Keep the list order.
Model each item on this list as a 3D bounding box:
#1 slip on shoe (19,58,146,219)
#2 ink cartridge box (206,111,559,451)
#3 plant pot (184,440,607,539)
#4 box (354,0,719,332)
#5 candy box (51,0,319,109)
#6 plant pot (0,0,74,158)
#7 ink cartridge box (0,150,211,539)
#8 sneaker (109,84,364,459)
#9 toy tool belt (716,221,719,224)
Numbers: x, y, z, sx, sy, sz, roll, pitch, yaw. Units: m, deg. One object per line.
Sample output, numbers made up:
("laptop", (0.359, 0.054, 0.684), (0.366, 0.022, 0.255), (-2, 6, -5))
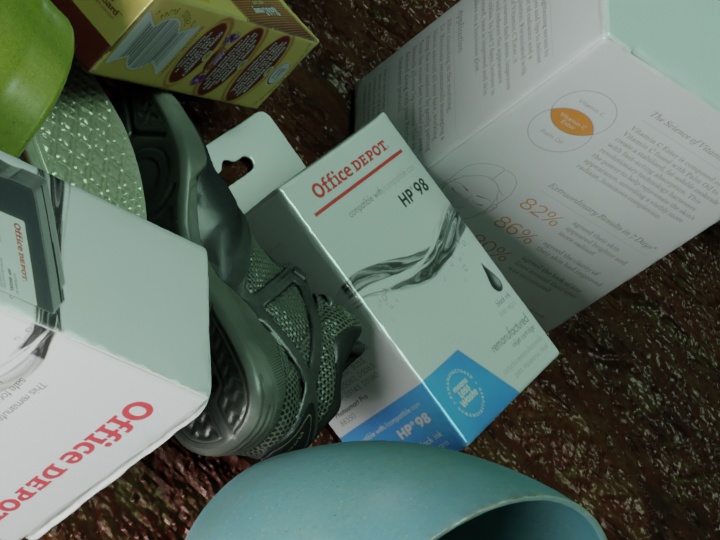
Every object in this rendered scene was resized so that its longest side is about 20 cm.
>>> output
("slip on shoe", (-0.163, -0.074, 1.192), (0.074, 0.061, 0.201), (-15, 71, -57))
("ink cartridge box", (0.000, 0.000, 1.308), (0.200, 0.067, 0.116), (53, 38, -2))
("plant pot", (-0.006, 0.153, 1.110), (0.199, 0.201, 0.135), (0, 26, -47))
("box", (0.114, -0.080, 1.384), (0.152, 0.200, 0.107), (29, 43, -30))
("candy box", (-0.107, -0.144, 1.243), (0.117, 0.056, 0.200), (49, 16, 15))
("plant pot", (-0.229, -0.115, 1.062), (0.193, 0.200, 0.201), (43, 37, -29))
("ink cartridge box", (-0.179, 0.020, 1.033), (0.199, 0.144, 0.085), (26, 44, -33))
("sneaker", (-0.067, 0.005, 1.230), (0.114, 0.076, 0.200), (19, 39, -56))
("toy tool belt", (0.240, -0.139, 1.633), (0.123, 0.125, 0.201), (-26, 83, -44))
